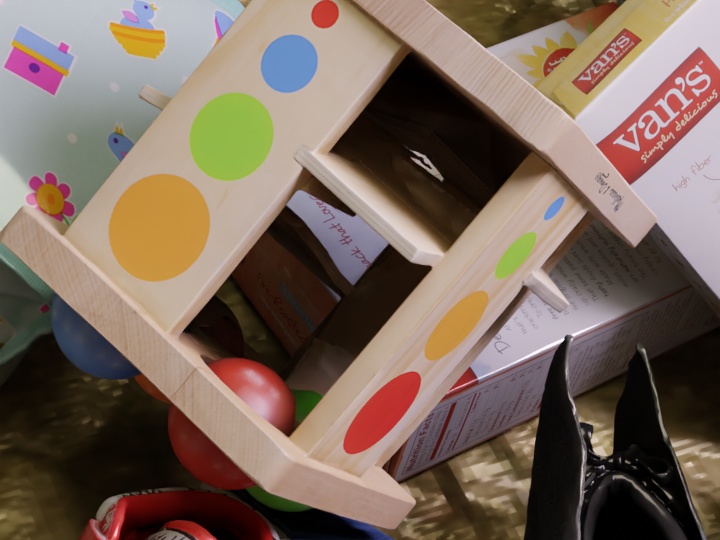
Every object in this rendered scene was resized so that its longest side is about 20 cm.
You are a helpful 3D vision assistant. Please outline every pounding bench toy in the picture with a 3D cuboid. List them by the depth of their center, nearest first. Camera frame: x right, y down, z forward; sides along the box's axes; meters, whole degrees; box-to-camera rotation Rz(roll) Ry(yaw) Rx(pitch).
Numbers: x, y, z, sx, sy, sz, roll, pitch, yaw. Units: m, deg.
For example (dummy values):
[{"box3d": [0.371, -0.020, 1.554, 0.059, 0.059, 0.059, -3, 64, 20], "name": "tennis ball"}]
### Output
[{"box3d": [0.000, 0.000, 0.760, 0.124, 0.200, 0.156, 41, 93, 22], "name": "pounding bench toy"}]

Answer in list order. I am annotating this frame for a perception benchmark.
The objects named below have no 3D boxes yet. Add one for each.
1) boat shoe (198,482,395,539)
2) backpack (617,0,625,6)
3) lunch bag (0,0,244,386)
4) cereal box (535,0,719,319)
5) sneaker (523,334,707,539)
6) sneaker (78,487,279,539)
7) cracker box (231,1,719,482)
[{"box3d": [0.001, 0.134, 0.735, 0.072, 0.073, 0.200, 16, 12, -44], "name": "boat shoe"}, {"box3d": [0.182, -0.142, 0.919, 0.154, 0.191, 0.200, -27, 42, -17], "name": "backpack"}, {"box3d": [-0.164, -0.076, 0.816, 0.200, 0.122, 0.171, 39, 49, -7], "name": "lunch bag"}, {"box3d": [0.173, -0.045, 0.836, 0.144, 0.200, 0.040, -44, 33, 1], "name": "cereal box"}, {"box3d": [0.082, 0.130, 0.748, 0.060, 0.104, 0.201, 5, 51, -14], "name": "sneaker"}, {"box3d": [-0.095, 0.130, 0.660, 0.067, 0.108, 0.201, 32, 29, 21], "name": "sneaker"}, {"box3d": [0.057, -0.016, 0.890, 0.199, 0.058, 0.134, -22, 61, -29], "name": "cracker box"}]
